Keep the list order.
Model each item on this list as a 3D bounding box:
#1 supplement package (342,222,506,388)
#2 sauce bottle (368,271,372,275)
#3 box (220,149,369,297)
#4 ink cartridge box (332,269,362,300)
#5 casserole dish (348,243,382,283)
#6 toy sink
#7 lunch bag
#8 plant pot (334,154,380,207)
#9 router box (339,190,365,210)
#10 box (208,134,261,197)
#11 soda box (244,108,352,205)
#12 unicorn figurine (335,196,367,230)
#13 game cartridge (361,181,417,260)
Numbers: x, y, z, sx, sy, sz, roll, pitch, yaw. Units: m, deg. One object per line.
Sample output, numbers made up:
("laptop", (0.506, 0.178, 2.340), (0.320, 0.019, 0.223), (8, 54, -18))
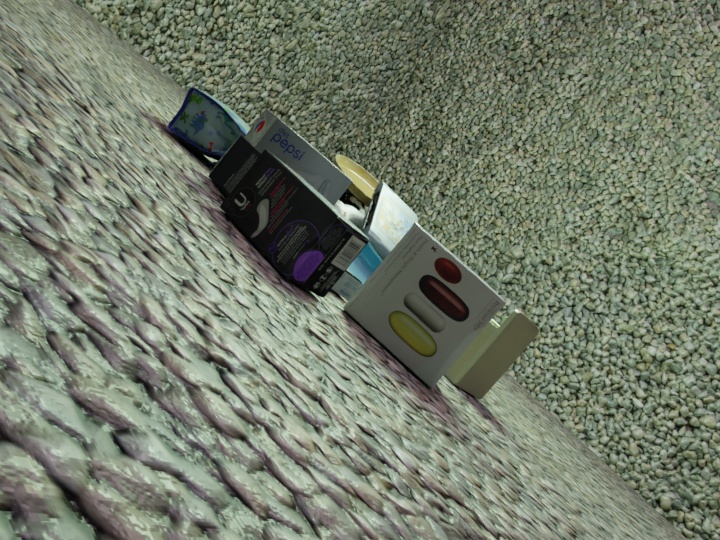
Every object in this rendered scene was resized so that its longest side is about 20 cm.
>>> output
("supplement package", (0.113, 0.059, 1.285), (0.200, 0.192, 0.147), (41, 5, 8))
("sauce bottle", (0.020, 0.031, 1.582), (0.200, 0.066, 0.066), (40, 4, -40))
("box", (-0.103, -0.073, 1.161), (0.200, 0.122, 0.106), (44, 6, 33))
("ink cartridge box", (-0.086, -0.021, 1.323), (0.200, 0.044, 0.094), (36, 5, -48))
("casserole dish", (0.000, 0.000, 1.487), (0.201, 0.039, 0.121), (53, 35, -9))
("toy sink", (0.257, 0.150, 1.582), (0.112, 0.200, 0.130), (44, 7, 39))
("lunch bag", (-0.288, -0.279, 1.602), (0.199, 0.128, 0.170), (31, 4, 0))
("plant pot", (0.011, -0.193, 1.746), (0.200, 0.028, 0.200), (38, 17, -14))
("router box", (-0.105, -0.182, 1.825), (0.199, 0.063, 0.150), (20, -26, -25))
("box", (-0.167, -0.139, 1.389), (0.148, 0.105, 0.200), (35, 8, -49))
("soda box", (-0.109, -0.198, 1.341), (0.200, 0.068, 0.063), (37, 5, -37))
("unicorn figurine", (-0.040, -0.118, 1.600), (0.198, 0.074, 0.138), (1, 38, -30))
("game cartridge", (0.068, -0.090, 1.620), (0.133, 0.041, 0.201), (39, 39, -20))
